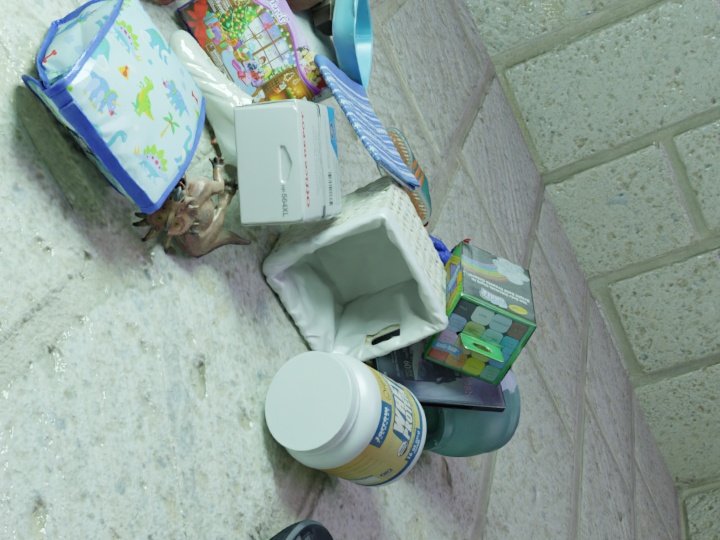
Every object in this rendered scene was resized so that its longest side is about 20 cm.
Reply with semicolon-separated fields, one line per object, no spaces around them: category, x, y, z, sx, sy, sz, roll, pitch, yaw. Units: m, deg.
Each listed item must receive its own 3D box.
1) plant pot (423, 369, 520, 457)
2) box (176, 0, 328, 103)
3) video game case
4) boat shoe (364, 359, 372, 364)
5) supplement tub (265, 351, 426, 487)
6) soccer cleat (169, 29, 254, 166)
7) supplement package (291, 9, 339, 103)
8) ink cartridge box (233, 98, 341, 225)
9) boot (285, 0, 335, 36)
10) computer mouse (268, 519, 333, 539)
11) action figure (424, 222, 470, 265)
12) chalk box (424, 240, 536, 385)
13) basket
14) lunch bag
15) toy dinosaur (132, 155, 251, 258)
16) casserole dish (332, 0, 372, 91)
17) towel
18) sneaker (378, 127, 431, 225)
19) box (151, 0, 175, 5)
plant pot;0.134;0.210;1.617;0.134;0.200;0.201;-14;84;-42
box;-0.148;-0.312;1.435;0.201;0.137;0.039;60;-8;-23
video game case;0.113;0.141;1.526;0.199;0.019;0.143;6;50;-19
boat shoe;0.046;0.086;1.631;0.075;0.075;0.202;62;23;-18
supplement tub;-0.017;0.189;1.298;0.200;0.144;0.145;36;40;-55
soccer cleat;-0.184;-0.233;1.357;0.201;0.077;0.069;63;23;-16
supplement package;-0.125;-0.347;1.540;0.201;0.119;0.121;61;22;-21
ink cartridge box;-0.088;-0.136;1.291;0.200;0.084;0.147;-23;110;-76
boot;-0.074;-0.440;1.480;0.200;0.070;0.147;53;28;-63
computer mouse;-0.099;0.337;1.113;0.200;0.053;0.139;-20;92;-56
action figure;0.192;-0.039;2.069;0.200;0.099;0.066;43;35;-53
chalk box;0.171;0.074;1.481;0.124;0.124;0.200;23;31;-8
basket;0.000;0.000;1.442;0.201;0.197;0.161;59;20;-23
lunch bag;-0.255;-0.174;1.073;0.170;0.127;0.200;55;17;-34
toy dinosaur;-0.197;-0.060;1.183;0.200;0.085;0.136;62;27;-51
casserole dish;-0.011;-0.350;1.517;0.200;0.039;0.122;74;21;-69
towel;0.010;-0.210;1.442;0.201;0.024;0.145;61;15;24
sneaker;0.085;-0.186;1.982;0.080;0.071;0.201;-60;132;-68
box;-0.251;-0.423;1.262;0.200;0.152;0.107;-8;78;-68
